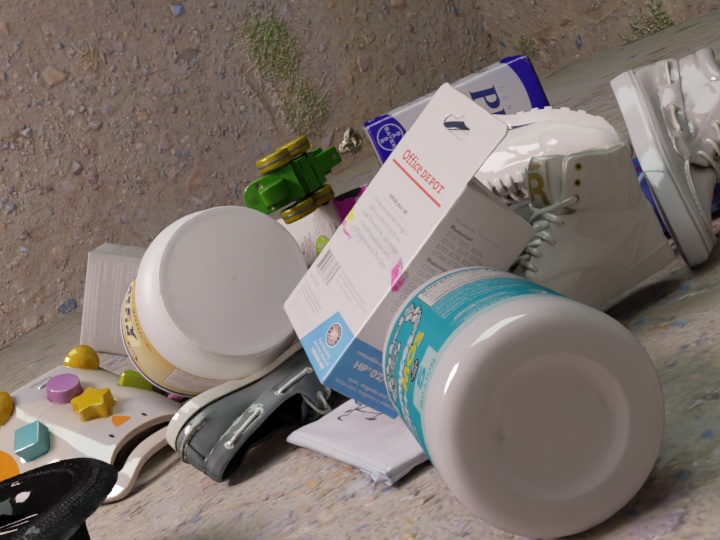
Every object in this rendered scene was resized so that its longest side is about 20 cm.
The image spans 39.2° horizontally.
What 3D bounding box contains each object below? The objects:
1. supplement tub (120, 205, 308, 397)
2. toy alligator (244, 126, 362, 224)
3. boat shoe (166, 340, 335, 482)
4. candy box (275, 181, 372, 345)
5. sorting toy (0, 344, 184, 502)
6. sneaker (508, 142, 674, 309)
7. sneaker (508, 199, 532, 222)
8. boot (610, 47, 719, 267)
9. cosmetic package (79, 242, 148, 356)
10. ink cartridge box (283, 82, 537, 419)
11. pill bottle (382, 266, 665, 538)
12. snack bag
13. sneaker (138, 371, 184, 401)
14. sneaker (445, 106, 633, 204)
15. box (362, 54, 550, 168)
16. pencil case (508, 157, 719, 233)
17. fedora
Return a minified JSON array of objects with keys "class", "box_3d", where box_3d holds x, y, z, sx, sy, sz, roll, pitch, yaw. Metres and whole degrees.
[{"class":"supplement tub","box_3d":[-0.128,0.030,0.882,0.144,0.144,0.200,-29,-3,-23]},{"class":"toy alligator","box_3d":[-0.055,-0.084,0.896,0.054,0.059,0.200,-21,12,27]},{"class":"boat shoe","box_3d":[-0.056,0.108,0.811,0.200,0.073,0.062,-24,50,-36]},{"class":"candy box","box_3d":[0.000,0.000,0.920,0.061,0.137,0.200,-9,-5,-45]},{"class":"sorting toy","box_3d":[-0.232,0.151,0.925,0.180,0.107,0.200,8,29,37]},{"class":"sneaker","box_3d":[0.123,-0.019,0.705,0.200,0.116,0.074,-30,14,-27]},{"class":"sneaker","box_3d":[0.100,0.013,0.770,0.200,0.075,0.079,-32,19,-8]},{"class":"boot","box_3d":[0.266,-0.099,0.791,0.096,0.074,0.200,-21,51,17]},{"class":"cosmetic package","box_3d":[-0.178,0.038,1.042,0.200,0.107,0.090,9,8,-4]},{"class":"ink cartridge box","box_3d":[0.040,-0.016,0.686,0.200,0.068,0.115,-54,29,11]},{"class":"pill bottle","box_3d":[0.073,0.058,0.544,0.111,0.111,0.200,-25,9,-4]},{"class":"snack bag","box_3d":[0.053,0.083,0.727,0.200,0.021,0.189,-29,11,-22]},{"class":"sneaker","box_3d":[-0.198,0.086,1.118,0.200,0.095,0.079,-30,13,-22]},{"class":"sneaker","box_3d":[0.136,-0.088,0.865,0.200,0.076,0.081,3,58,44]},{"class":"box","box_3d":[0.130,-0.127,1.171,0.200,0.184,0.105,-25,8,2]},{"class":"pencil case","box_3d":[0.218,-0.056,0.884,0.200,0.078,0.087,-22,34,9]},{"class":"fedora","box_3d":[-0.218,0.192,0.600,0.200,0.092,0.201,-24,10,4]}]
